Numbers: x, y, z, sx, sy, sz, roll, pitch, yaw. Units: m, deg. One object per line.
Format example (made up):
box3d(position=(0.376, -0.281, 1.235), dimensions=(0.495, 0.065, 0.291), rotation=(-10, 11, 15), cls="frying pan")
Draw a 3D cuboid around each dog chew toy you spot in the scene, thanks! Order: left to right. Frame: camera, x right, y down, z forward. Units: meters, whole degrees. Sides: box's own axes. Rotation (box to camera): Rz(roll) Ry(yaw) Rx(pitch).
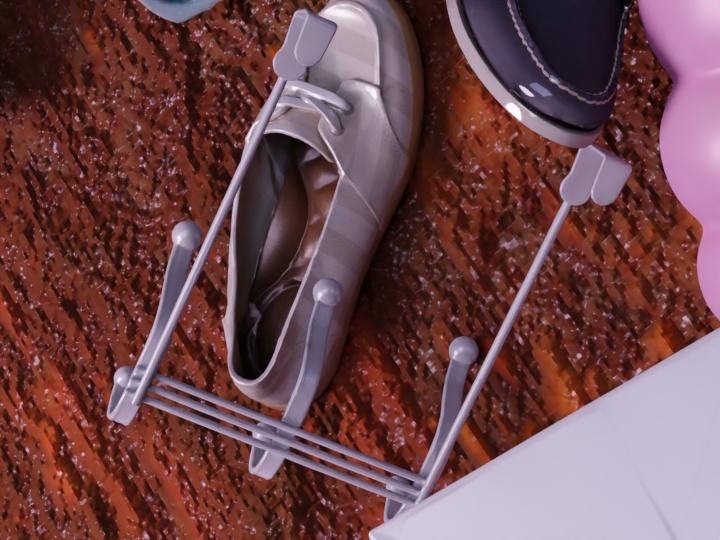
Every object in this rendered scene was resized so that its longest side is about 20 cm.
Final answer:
box3d(position=(0.171, -0.064, 0.730), dimensions=(0.124, 0.124, 0.200), rotation=(-1, 89, 25), cls="dog chew toy")

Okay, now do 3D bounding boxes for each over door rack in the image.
box3d(position=(0.000, 0.000, 0.777), dimensions=(0.148, 0.067, 0.200), rotation=(22, 113, -15), cls="over door rack")

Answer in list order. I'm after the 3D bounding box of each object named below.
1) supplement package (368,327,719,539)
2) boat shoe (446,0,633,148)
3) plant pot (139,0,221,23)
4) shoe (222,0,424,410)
box3d(position=(0.125, 0.147, 0.648), dimensions=(0.156, 0.111, 0.200), rotation=(-31, 67, 12), cls="supplement package")
box3d(position=(0.080, -0.135, 0.764), dimensions=(0.063, 0.073, 0.200), rotation=(-50, 28, 39), cls="boat shoe")
box3d(position=(-0.080, -0.277, 0.847), dimensions=(0.196, 0.196, 0.200), rotation=(-28, 54, 19), cls="plant pot")
box3d(position=(-0.020, -0.035, 0.848), dimensions=(0.070, 0.053, 0.200), rotation=(12, 87, 27), cls="shoe")
